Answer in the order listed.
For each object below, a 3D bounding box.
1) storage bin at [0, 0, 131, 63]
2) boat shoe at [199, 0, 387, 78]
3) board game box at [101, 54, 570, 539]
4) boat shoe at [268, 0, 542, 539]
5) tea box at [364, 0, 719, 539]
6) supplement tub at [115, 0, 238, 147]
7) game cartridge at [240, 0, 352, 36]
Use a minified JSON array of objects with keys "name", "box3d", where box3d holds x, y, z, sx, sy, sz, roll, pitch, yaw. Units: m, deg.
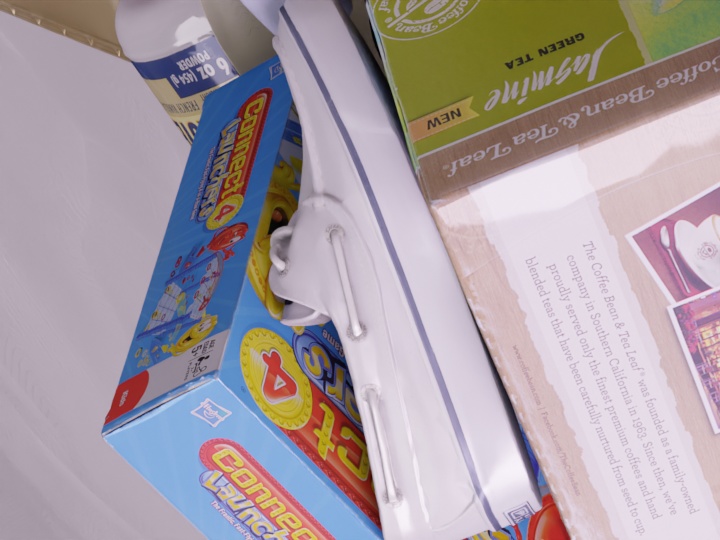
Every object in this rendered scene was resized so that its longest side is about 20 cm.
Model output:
[{"name":"storage bin","box3d":[-0.152,-0.218,1.444,0.198,0.094,0.200,23,148,51]},{"name":"boat shoe","box3d":[-0.023,-0.097,1.182,0.202,0.074,0.063,64,173,-23]},{"name":"board game box","box3d":[0.006,0.047,1.101,0.056,0.196,0.200,-28,121,30]},{"name":"boat shoe","box3d":[0.000,0.000,1.006,0.074,0.065,0.201,42,-152,-80]},{"name":"tea box","box3d":[0.097,-0.028,1.013,0.197,0.133,0.200,-106,-7,-53]},{"name":"supplement tub","box3d":[-0.001,-0.072,1.305,0.200,0.144,0.144,55,160,-17]},{"name":"game cartridge","box3d":[-0.063,-0.178,1.028,0.200,0.041,0.133,52,-155,-37]}]
